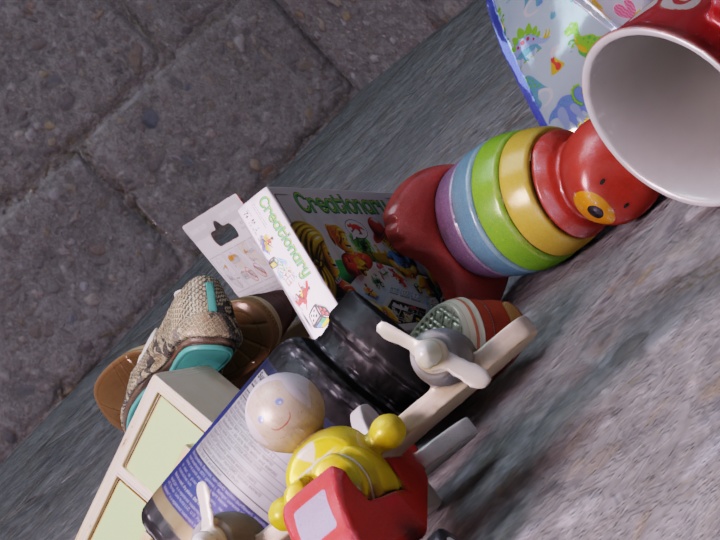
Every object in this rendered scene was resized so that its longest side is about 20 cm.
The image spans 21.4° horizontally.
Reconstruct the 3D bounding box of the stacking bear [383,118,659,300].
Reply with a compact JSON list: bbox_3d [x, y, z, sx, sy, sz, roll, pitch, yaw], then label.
[{"bbox_3d":[0.135,-0.055,1.390,0.200,0.121,0.114,-22,28,44],"label":"stacking bear"}]

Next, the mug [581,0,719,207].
[{"bbox_3d":[0.264,-0.156,1.212,0.200,0.133,0.177,-43,7,-31],"label":"mug"}]

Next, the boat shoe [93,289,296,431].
[{"bbox_3d":[-0.126,0.067,1.500,0.200,0.072,0.072,-34,3,34],"label":"boat shoe"}]

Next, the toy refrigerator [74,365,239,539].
[{"bbox_3d":[-0.141,0.171,1.326,0.070,0.076,0.200,-5,-52,-57],"label":"toy refrigerator"}]

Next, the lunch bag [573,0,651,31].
[{"bbox_3d":[0.261,-0.273,1.549,0.170,0.200,0.127,-46,-7,-16],"label":"lunch bag"}]

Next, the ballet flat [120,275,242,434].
[{"bbox_3d":[-0.132,0.061,1.406,0.200,0.068,0.075,125,144,-56],"label":"ballet flat"}]

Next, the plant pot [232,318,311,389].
[{"bbox_3d":[-0.069,0.129,1.449,0.201,0.093,0.201,-43,8,8],"label":"plant pot"}]

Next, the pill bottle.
[{"bbox_3d":[-0.037,0.115,1.216,0.200,0.112,0.112,-50,8,2],"label":"pill bottle"}]

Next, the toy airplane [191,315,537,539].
[{"bbox_3d":[-0.006,0.108,1.065,0.200,0.141,0.199,-48,9,-31],"label":"toy airplane"}]

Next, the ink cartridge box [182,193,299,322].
[{"bbox_3d":[-0.044,0.014,1.535,0.047,0.200,0.160,-44,8,-21],"label":"ink cartridge box"}]

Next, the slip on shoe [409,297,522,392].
[{"bbox_3d":[0.051,0.071,1.308,0.061,0.074,0.200,-6,-20,-28],"label":"slip on shoe"}]

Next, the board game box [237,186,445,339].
[{"bbox_3d":[0.000,0.000,1.404,0.035,0.126,0.200,-38,-15,23],"label":"board game box"}]

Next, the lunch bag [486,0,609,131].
[{"bbox_3d":[0.222,-0.206,1.686,0.170,0.127,0.200,-40,38,25],"label":"lunch bag"}]
